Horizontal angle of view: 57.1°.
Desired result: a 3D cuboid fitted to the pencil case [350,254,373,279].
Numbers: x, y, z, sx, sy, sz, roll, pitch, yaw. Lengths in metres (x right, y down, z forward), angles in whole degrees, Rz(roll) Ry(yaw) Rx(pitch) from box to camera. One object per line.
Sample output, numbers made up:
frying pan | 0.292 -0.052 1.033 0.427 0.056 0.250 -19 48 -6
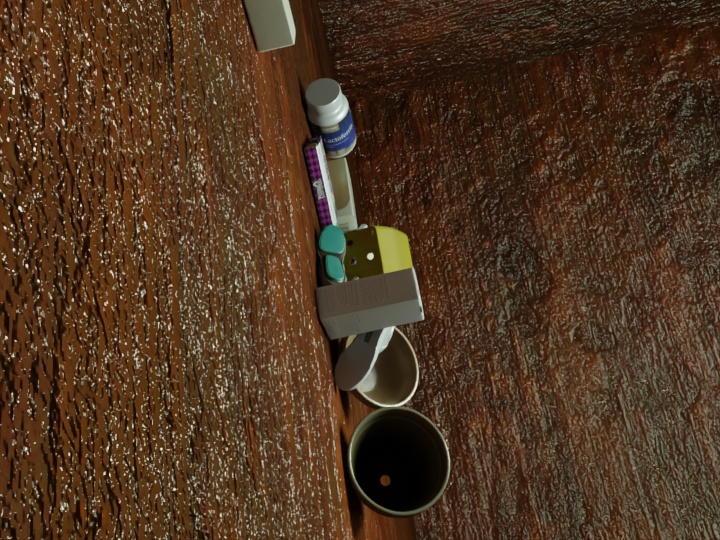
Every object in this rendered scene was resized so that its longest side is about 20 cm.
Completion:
pencil case | 0.000 0.000 1.709 0.090 0.076 0.203 106 -1 -54

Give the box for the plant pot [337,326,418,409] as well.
plant pot | 0.023 0.215 1.449 0.093 0.198 0.204 -39 -130 45

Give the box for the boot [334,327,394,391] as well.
boot | 0.018 0.165 1.361 0.202 0.073 0.096 -60 156 -15

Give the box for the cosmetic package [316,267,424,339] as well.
cosmetic package | 0.020 0.066 1.293 0.102 0.196 0.075 72 6 -59

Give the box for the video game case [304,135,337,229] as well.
video game case | -0.094 -0.214 1.610 0.182 0.035 0.204 -90 168 -71

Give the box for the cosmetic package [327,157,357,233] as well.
cosmetic package | -0.057 -0.204 1.870 0.106 0.070 0.203 74 7 -58

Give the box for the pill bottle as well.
pill bottle | -0.081 -0.403 1.757 0.201 0.113 0.118 71 9 -60

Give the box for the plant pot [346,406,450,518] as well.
plant pot | 0.062 0.394 1.302 0.175 0.196 0.203 102 -18 -58

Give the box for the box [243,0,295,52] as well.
box | -0.162 -0.473 1.083 0.083 0.067 0.203 -95 174 -54

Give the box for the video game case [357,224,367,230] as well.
video game case | -0.006 0.005 1.831 0.183 0.022 0.203 -52 138 -48

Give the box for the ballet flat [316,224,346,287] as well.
ballet flat | -0.066 -0.017 1.410 0.202 0.066 0.064 -95 -160 -51

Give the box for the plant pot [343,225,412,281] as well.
plant pot | 0.010 0.005 1.525 0.176 0.196 0.204 39 38 -66
